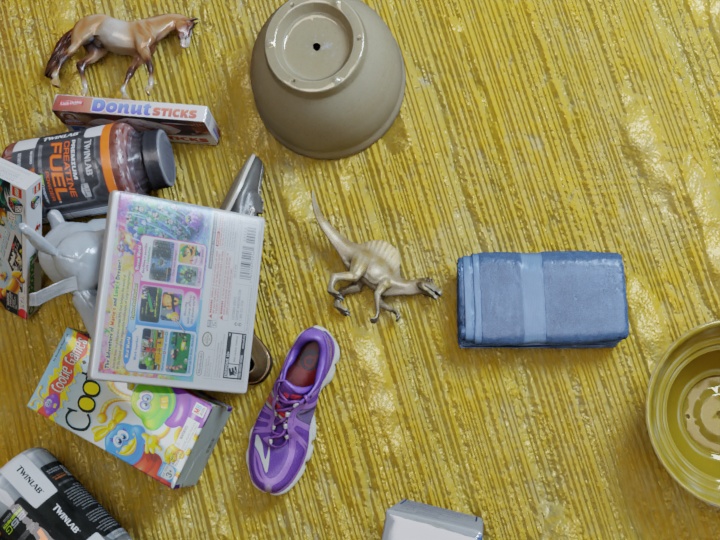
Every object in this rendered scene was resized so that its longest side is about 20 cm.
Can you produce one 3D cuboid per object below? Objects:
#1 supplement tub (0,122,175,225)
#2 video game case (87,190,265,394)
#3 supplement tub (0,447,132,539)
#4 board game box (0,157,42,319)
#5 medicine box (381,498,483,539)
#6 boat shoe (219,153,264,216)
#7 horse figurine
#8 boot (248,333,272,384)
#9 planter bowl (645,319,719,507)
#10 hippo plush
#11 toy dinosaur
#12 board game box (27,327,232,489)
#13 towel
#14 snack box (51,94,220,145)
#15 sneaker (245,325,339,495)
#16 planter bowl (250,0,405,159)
[{"bbox_3d":[-0.331,-0.121,1.210,0.196,0.107,0.109,-11,80,5],"label":"supplement tub"},{"bbox_3d":[-0.201,0.027,1.092,0.179,0.024,0.205,9,83,-27],"label":"video game case"},{"bbox_3d":[-0.345,0.313,1.133,0.199,0.123,0.123,41,87,11],"label":"supplement tub"},{"bbox_3d":[-0.443,-0.048,1.182,0.124,0.035,0.203,23,129,10],"label":"board game box"},{"bbox_3d":[0.066,0.349,1.041,0.101,0.200,0.186,10,82,10],"label":"medicine box"},{"bbox_3d":[-0.149,-0.045,1.194,0.056,0.067,0.203,27,65,-16],"label":"boat shoe"},{"bbox_3d":[-0.317,-0.281,1.260,0.196,0.050,0.135,6,69,13],"label":"horse figurine"},{"bbox_3d":[-0.188,0.055,1.182,0.199,0.075,0.074,41,89,12],"label":"boot"},{"bbox_3d":[0.409,0.160,1.093,0.196,0.084,0.205,-1,80,6],"label":"planter bowl"},{"bbox_3d":[-0.310,0.009,1.147,0.197,0.160,0.163,-11,101,-34],"label":"hippo plush"},{"bbox_3d":[0.000,0.000,1.189,0.198,0.058,0.102,33,71,2],"label":"toy dinosaur"},{"bbox_3d":[-0.268,0.161,1.158,0.197,0.103,0.106,26,84,10],"label":"board game box"},{"bbox_3d":[0.211,0.034,1.154,0.195,0.049,0.114,-1,81,7],"label":"towel"},{"bbox_3d":[-0.279,-0.188,1.232,0.195,0.072,0.025,6,75,7],"label":"snack box"},{"bbox_3d":[-0.086,0.159,1.149,0.079,0.083,0.204,16,84,9],"label":"sneaker"},{"bbox_3d":[-0.046,-0.251,1.185,0.196,0.135,0.205,-1,80,6],"label":"planter bowl"}]
